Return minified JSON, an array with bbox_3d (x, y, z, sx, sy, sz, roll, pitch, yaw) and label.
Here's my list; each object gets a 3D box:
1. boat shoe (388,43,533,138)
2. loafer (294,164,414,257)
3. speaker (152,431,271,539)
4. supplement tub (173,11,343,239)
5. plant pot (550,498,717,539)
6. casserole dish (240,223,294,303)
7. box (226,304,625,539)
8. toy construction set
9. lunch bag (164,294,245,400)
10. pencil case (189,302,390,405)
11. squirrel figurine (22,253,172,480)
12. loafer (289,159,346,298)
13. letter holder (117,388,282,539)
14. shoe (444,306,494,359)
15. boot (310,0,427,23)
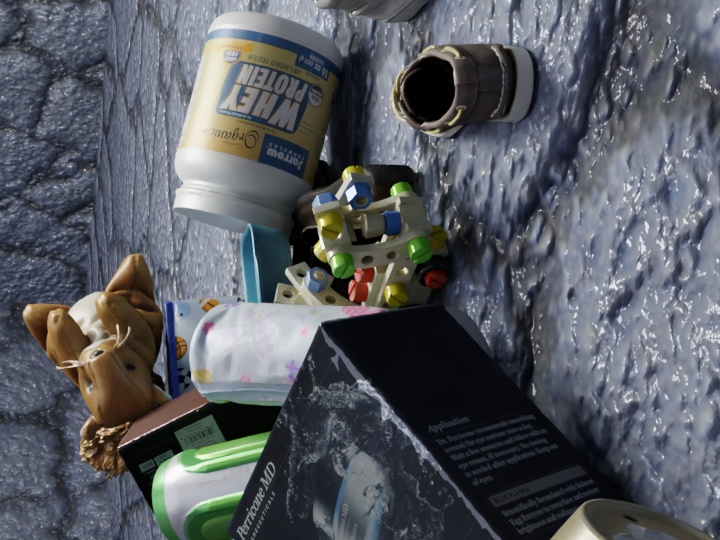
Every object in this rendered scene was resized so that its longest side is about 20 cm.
[{"bbox_3d":[0.059,-0.138,0.823,0.200,0.059,0.073,-162,71,-69],"label":"boat shoe"},{"bbox_3d":[-0.011,-0.043,1.000,0.200,0.072,0.072,153,115,-68],"label":"loafer"},{"bbox_3d":[-0.071,0.174,0.899,0.088,0.198,0.089,-16,-90,-71],"label":"speaker"},{"bbox_3d":[-0.106,-0.143,1.096,0.144,0.143,0.202,178,106,-70],"label":"supplement tub"},{"bbox_3d":[0.122,0.228,0.542,0.187,0.186,0.202,40,113,64],"label":"plant pot"},{"bbox_3d":[-0.090,0.019,1.058,0.200,0.038,0.123,150,115,-78],"label":"casserole dish"},{"bbox_3d":[0.034,0.163,0.702,0.200,0.117,0.198,47,126,33],"label":"box"},{"bbox_3d":[0.000,0.000,0.890,0.200,0.130,0.093,124,141,-57],"label":"toy construction set"},{"bbox_3d":[-0.125,0.137,1.175,0.124,0.168,0.202,105,156,-64],"label":"lunch bag"},{"bbox_3d":[-0.043,0.074,0.873,0.198,0.083,0.091,3,61,34],"label":"pencil case"},{"bbox_3d":[-0.249,0.116,1.125,0.187,0.140,0.202,-134,28,-56],"label":"squirrel figurine"},{"bbox_3d":[-0.054,-0.021,1.133,0.072,0.062,0.202,139,127,-66],"label":"loafer"},{"bbox_3d":[-0.107,0.142,1.027,0.101,0.198,0.142,62,-173,-11],"label":"letter holder"},{"bbox_3d":[0.060,0.134,0.816,0.091,0.071,0.202,-29,68,61],"label":"shoe"},{"bbox_3d":[0.021,-0.255,0.870,0.200,0.094,0.074,144,122,-66],"label":"boot"}]
